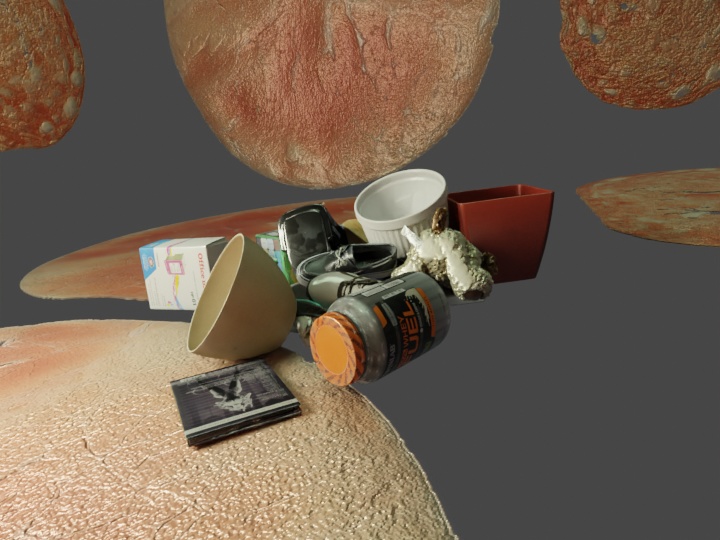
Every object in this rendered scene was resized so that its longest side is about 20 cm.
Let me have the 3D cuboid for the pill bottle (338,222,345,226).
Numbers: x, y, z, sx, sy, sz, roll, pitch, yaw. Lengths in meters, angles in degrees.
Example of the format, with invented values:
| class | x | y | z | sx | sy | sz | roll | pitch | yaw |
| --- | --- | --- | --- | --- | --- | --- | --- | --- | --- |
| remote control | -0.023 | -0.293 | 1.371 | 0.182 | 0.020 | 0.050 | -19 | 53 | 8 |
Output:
| class | x | y | z | sx | sy | sz | roll | pitch | yaw |
| --- | --- | --- | --- | --- | --- | --- | --- | --- | --- |
| pill bottle | -0.002 | -0.077 | 1.512 | 0.112 | 0.118 | 0.197 | 6 | 19 | 43 |

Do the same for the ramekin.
| class | x | y | z | sx | sy | sz | roll | pitch | yaw |
| --- | --- | --- | --- | --- | --- | --- | --- | --- | --- |
| ramekin | 0.092 | -0.113 | 1.180 | 0.194 | 0.107 | 0.203 | -14 | 34 | 10 |

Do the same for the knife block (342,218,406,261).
| class | x | y | z | sx | sy | sz | roll | pitch | yaw |
| --- | --- | --- | --- | --- | --- | --- | --- | --- | --- |
| knife block | 0.043 | -0.045 | 1.267 | 0.194 | 0.065 | 0.178 | -4 | 39 | 18 |

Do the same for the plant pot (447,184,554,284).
| class | x | y | z | sx | sy | sz | roll | pitch | yaw |
| --- | --- | --- | --- | --- | --- | --- | --- | --- | --- |
| plant pot | 0.289 | -0.076 | 1.219 | 0.193 | 0.182 | 0.200 | -7 | 12 | -2 |

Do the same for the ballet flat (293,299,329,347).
| class | x | y | z | sx | sy | sz | roll | pitch | yaw |
| --- | --- | --- | --- | --- | --- | --- | --- | --- | --- |
| ballet flat | -0.060 | 0.093 | 0.947 | 0.195 | 0.069 | 0.069 | 5 | 46 | 35 |

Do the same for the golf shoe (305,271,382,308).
| class | x | y | z | sx | sy | sz | roll | pitch | yaw |
| --- | --- | --- | --- | --- | --- | --- | --- | --- | --- |
| golf shoe | -0.002 | 0.038 | 0.974 | 0.193 | 0.080 | 0.095 | 10 | -15 | 6 |

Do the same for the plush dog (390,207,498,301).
| class | x | y | z | sx | sy | sz | roll | pitch | yaw |
| --- | --- | --- | --- | --- | --- | --- | --- | --- | --- |
| plush dog | 0.166 | -0.020 | 1.081 | 0.194 | 0.166 | 0.171 | -1 | -9 | 26 |

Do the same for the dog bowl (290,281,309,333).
| class | x | y | z | sx | sy | sz | roll | pitch | yaw |
| --- | --- | --- | --- | --- | --- | --- | --- | --- | --- |
| dog bowl | -0.068 | 0.060 | 1.108 | 0.193 | 0.061 | 0.200 | -7 | 13 | 2 |

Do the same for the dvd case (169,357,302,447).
| class | x | y | z | sx | sy | sz | roll | pitch | yaw |
| --- | --- | --- | --- | --- | --- | --- | --- | --- | --- |
| dvd case | -0.178 | 0.174 | 0.787 | 0.145 | 0.017 | 0.199 | -12 | 13 | -22 |

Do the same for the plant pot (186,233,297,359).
| class | x | y | z | sx | sy | sz | roll | pitch | yaw |
| --- | --- | --- | --- | --- | --- | --- | --- | --- | --- |
| plant pot | -0.182 | 0.061 | 0.941 | 0.132 | 0.205 | 0.200 | 26 | 0 | -24 |

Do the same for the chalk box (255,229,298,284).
| class | x | y | z | sx | sy | sz | roll | pitch | yaw |
| --- | --- | --- | --- | --- | --- | --- | --- | --- | --- |
| chalk box | -0.178 | -0.035 | 1.415 | 0.197 | 0.128 | 0.123 | -19 | 19 | -39 |

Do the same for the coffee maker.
| class | x | y | z | sx | sy | sz | roll | pitch | yaw |
| --- | --- | --- | --- | --- | --- | --- | --- | --- | --- |
| coffee maker | -0.105 | -0.071 | 1.252 | 0.133 | 0.194 | 0.200 | -36 | -16 | 2 |

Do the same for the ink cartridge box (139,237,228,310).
| class | x | y | z | sx | sy | sz | roll | pitch | yaw |
| --- | --- | --- | --- | --- | --- | --- | --- | --- | --- |
| ink cartridge box | -0.391 | 0.007 | 1.297 | 0.194 | 0.149 | 0.084 | -1 | 14 | 23 |

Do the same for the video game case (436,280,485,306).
| class | x | y | z | sx | sy | sz | roll | pitch | yaw |
| --- | --- | --- | --- | --- | --- | --- | --- | --- | --- |
| video game case | 0.136 | 0.042 | 1.157 | 0.193 | 0.023 | 0.183 | -8 | 14 | 0 |

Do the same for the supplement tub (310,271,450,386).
| class | x | y | z | sx | sy | sz | roll | pitch | yaw |
| --- | --- | --- | --- | --- | --- | --- | --- | --- | --- |
| supplement tub | 0.030 | 0.083 | 0.819 | 0.197 | 0.127 | 0.120 | -20 | 18 | -42 |

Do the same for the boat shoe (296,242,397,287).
| class | x | y | z | sx | sy | sz | roll | pitch | yaw |
| --- | --- | --- | --- | --- | --- | --- | --- | --- | --- |
| boat shoe | -0.025 | -0.016 | 1.069 | 0.193 | 0.074 | 0.068 | -5 | -31 | -6 |

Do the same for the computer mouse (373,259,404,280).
| class | x | y | z | sx | sy | sz | roll | pitch | yaw |
| --- | --- | --- | --- | --- | --- | --- | --- | --- | --- |
| computer mouse | 0.000 | 0.000 | 1.129 | 0.193 | 0.035 | 0.060 | 4 | 41 | -4 |
